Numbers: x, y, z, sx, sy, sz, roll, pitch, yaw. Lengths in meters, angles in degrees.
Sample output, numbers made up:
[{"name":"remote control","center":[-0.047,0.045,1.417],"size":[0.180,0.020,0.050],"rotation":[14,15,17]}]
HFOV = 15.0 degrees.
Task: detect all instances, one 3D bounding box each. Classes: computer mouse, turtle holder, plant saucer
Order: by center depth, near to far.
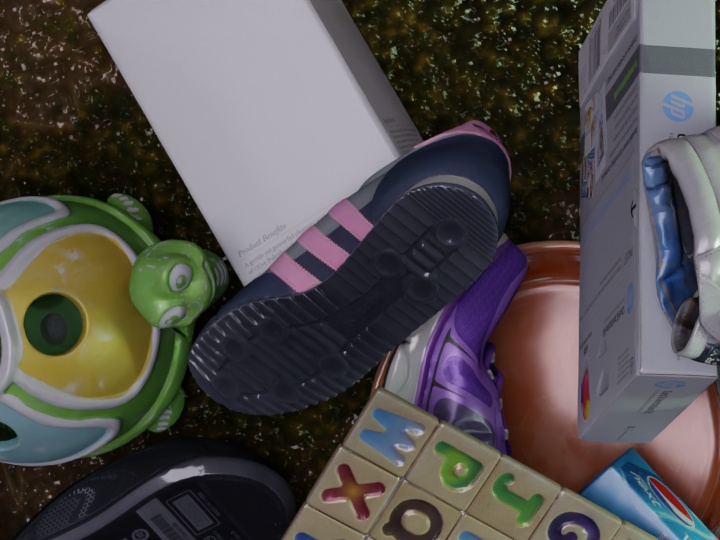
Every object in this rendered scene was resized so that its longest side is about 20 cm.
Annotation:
[{"name":"turtle holder","center":[-0.154,0.036,1.379],"size":[0.185,0.132,0.141],"rotation":[15,101,27]},{"name":"plant saucer","center":[0.103,0.085,1.389],"size":[0.200,0.032,0.201],"rotation":[0,92,13]},{"name":"computer mouse","center":[-0.127,0.136,1.421],"size":[0.200,0.053,0.139],"rotation":[-24,127,12]}]

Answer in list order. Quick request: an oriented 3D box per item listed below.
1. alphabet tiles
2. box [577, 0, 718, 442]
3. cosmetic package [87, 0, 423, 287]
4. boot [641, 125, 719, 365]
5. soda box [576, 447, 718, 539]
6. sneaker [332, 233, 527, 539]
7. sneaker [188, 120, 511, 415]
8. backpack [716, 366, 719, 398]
[{"name":"alphabet tiles","center":[0.029,0.174,1.301],"size":[0.167,0.008,0.200],"rotation":[29,107,-10]},{"name":"box","center":[0.133,-0.032,1.286],"size":[0.041,0.156,0.201],"rotation":[4,75,-5]},{"name":"cosmetic package","center":[-0.037,-0.072,1.387],"size":[0.107,0.085,0.200],"rotation":[-30,85,13]},{"name":"boot","center":[0.176,0.034,1.174],"size":[0.095,0.074,0.201],"rotation":[-11,81,-23]},{"name":"soda box","center":[0.081,0.180,1.349],"size":[0.200,0.064,0.068],"rotation":[-45,84,14]},{"name":"sneaker","center":[0.046,0.080,1.338],"size":[0.083,0.081,0.201],"rotation":[18,83,3]},{"name":"sneaker","center":[0.000,0.000,1.313],"size":[0.200,0.082,0.070],"rotation":[-32,111,34]},{"name":"backpack","center":[0.247,0.023,1.285],"size":[0.177,0.151,0.201],"rotation":[-10,85,0]}]
